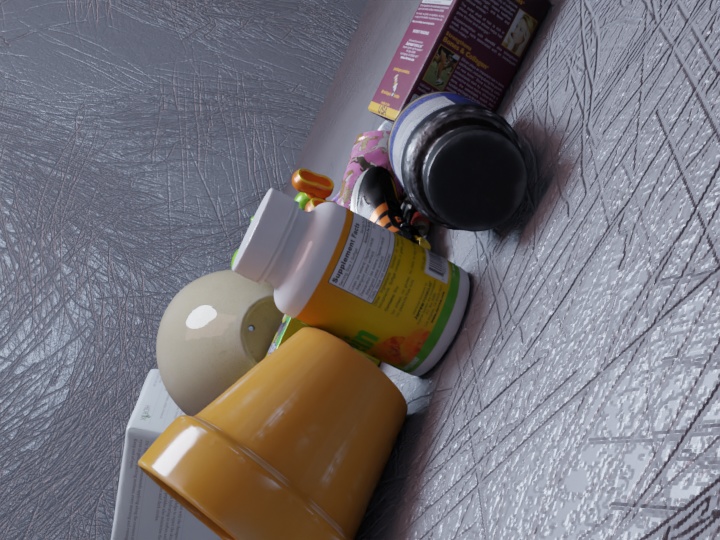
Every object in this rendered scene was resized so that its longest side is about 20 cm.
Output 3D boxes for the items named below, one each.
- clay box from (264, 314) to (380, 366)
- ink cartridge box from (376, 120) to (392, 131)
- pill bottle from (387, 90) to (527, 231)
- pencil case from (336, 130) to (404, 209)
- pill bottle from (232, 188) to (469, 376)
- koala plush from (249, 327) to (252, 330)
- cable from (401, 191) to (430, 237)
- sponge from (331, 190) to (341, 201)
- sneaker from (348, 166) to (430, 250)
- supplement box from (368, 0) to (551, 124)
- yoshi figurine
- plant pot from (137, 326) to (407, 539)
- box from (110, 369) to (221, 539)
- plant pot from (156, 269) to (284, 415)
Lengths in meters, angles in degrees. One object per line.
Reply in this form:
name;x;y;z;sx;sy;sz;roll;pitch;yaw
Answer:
clay box;-0.041;0.095;0.929;0.201;0.114;0.048;-66;13;-7
ink cartridge box;0.068;-0.242;1.260;0.201;0.050;0.162;-63;-1;21
pill bottle;0.089;-0.102;0.783;0.112;0.111;0.200;-61;12;13
pencil case;0.014;-0.077;1.039;0.083;0.086;0.201;83;-161;-58
pill bottle;-0.011;0.007;0.770;0.112;0.199;0.111;-59;12;21
koala plush;-0.219;0.122;1.459;0.178;0.199;0.184;-59;12;19
cable;0.085;-0.099;1.031;0.200;0.050;0.098;-60;-15;-60
sponge;-0.016;-0.084;1.212;0.111;0.030;0.200;-22;-16;-49
sneaker;0.041;-0.031;0.910;0.090;0.070;0.202;-19;56;35
supplement box;0.110;-0.242;0.950;0.201;0.110;0.086;-63;29;6
yoshi figurine;-0.108;-0.035;1.121;0.201;0.112;0.112;-56;-4;36
plant pot;-0.058;0.159;0.740;0.184;0.200;0.200;-51;6;-21
box;-0.252;0.281;1.229;0.200;0.170;0.201;-100;21;-72
plant pot;-0.128;0.088;1.007;0.134;0.199;0.202;-21;43;57
